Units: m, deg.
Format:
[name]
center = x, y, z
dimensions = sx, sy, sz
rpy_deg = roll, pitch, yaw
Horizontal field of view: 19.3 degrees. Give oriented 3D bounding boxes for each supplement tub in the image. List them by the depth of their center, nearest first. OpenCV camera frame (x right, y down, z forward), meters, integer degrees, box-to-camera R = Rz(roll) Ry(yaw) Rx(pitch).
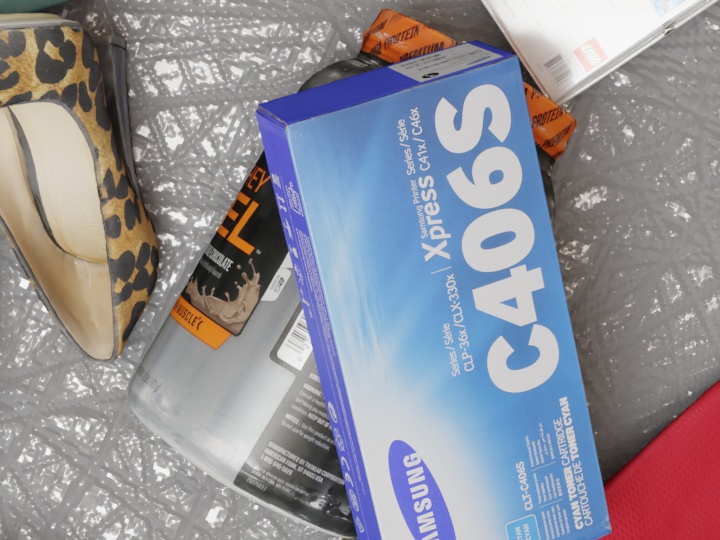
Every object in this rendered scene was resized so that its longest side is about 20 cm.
[supplement tub]
center = 0.000, 0.000, 0.888
dimensions = 0.122, 0.123, 0.200
rpy_deg = 30, 92, -3

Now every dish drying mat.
[dish drying mat]
center = 0.113, 0.126, 0.906
dimensions = 0.200, 0.018, 0.077
rpy_deg = -38, 110, -25

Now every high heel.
[high heel]
center = -0.135, -0.028, 0.848
dimensions = 0.071, 0.200, 0.143
rpy_deg = -4, 91, 19

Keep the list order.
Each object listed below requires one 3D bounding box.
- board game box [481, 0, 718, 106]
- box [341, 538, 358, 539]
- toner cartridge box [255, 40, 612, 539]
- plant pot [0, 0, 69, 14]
[board game box]
center = 0.081, -0.187, 0.906
dimensions = 0.126, 0.035, 0.200
rpy_deg = -33, 90, 12
[box]
center = 0.003, 0.144, 0.917
dimensions = 0.200, 0.082, 0.049
rpy_deg = -44, 92, 1
[toner cartridge box]
center = 0.030, 0.021, 0.814
dimensions = 0.095, 0.043, 0.200
rpy_deg = -18, 109, -13
[plant pot]
center = -0.196, -0.177, 0.833
dimensions = 0.200, 0.141, 0.141
rpy_deg = 4, 136, -32
